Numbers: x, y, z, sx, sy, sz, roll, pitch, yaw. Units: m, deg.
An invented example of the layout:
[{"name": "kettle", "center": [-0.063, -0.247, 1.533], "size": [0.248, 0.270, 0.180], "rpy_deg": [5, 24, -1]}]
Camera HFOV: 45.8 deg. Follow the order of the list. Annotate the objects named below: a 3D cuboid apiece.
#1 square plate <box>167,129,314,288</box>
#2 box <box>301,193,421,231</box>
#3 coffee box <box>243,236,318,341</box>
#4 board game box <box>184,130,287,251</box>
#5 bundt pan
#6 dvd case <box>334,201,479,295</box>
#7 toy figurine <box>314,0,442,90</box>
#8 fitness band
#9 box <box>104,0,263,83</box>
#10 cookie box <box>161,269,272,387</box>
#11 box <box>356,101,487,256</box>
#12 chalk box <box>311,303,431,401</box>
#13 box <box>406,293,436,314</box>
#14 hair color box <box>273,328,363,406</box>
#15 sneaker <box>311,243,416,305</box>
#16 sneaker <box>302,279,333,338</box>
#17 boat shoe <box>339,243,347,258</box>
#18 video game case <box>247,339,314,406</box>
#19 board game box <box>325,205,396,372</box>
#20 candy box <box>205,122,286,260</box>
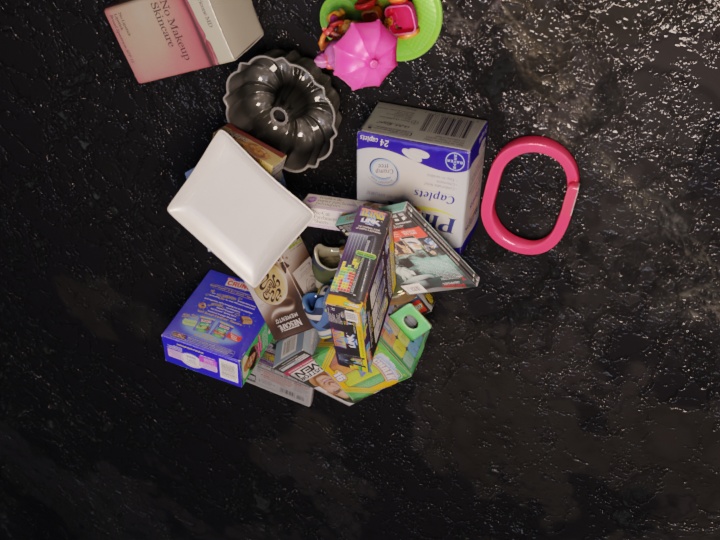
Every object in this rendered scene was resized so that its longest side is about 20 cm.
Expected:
[{"name": "square plate", "center": [-0.192, -0.097, 1.370], "size": [0.198, 0.029, 0.200], "rpy_deg": [42, 126, -4]}, {"name": "box", "center": [0.001, -0.083, 1.340], "size": [0.196, 0.039, 0.042], "rpy_deg": [10, 130, 19]}, {"name": "coffee box", "center": [-0.145, 0.014, 1.568], "size": [0.112, 0.080, 0.203], "rpy_deg": [-21, 100, 36]}, {"name": "board game box", "center": [-0.215, -0.137, 1.499], "size": [0.198, 0.036, 0.154], "rpy_deg": [-21, 85, 37]}, {"name": "bundt pan", "center": [-0.117, -0.264, 1.368], "size": [0.198, 0.076, 0.205], "rpy_deg": [13, 130, 15]}, {"name": "dvd case", "center": [0.073, -0.029, 1.314], "size": [0.144, 0.022, 0.200], "rpy_deg": [-9, 139, 43]}, {"name": "toy figurine", "center": [-0.002, -0.326, 1.193], "size": [0.196, 0.185, 0.152], "rpy_deg": [-1, 126, 26]}, {"name": "fitness band", "center": [0.265, -0.116, 1.335], "size": [0.141, 0.038, 0.203], "rpy_deg": [20, 131, 13]}, {"name": "box", "center": [-0.273, -0.386, 1.324], "size": [0.197, 0.110, 0.129], "rpy_deg": [-5, 123, 29]}, {"name": "cookie box", "center": [-0.260, 0.107, 1.645], "size": [0.168, 0.201, 0.076], "rpy_deg": [16, 133, 13]}, {"name": "box", "center": [0.094, -0.141, 1.346], "size": [0.180, 0.105, 0.203], "rpy_deg": [13, 131, 16]}, {"name": "chalk box", "center": [0.035, 0.123, 1.514], "size": [0.199, 0.125, 0.125], "rpy_deg": [-30, 110, 39]}, {"name": "box", "center": [0.024, 0.049, 1.573], "size": [0.198, 0.040, 0.137], "rpy_deg": [-28, 109, 38]}, {"name": "hair color box", "center": [-0.062, 0.188, 1.666], "size": [0.198, 0.062, 0.098], "rpy_deg": [30, 137, -30]}, {"name": "sneaker", "center": [0.000, 0.000, 1.474], "size": [0.197, 0.067, 0.091], "rpy_deg": [8, 132, 25]}, {"name": "sneaker", "center": [-0.031, 0.056, 1.445], "size": [0.199, 0.074, 0.083], "rpy_deg": [-24, 108, 47]}, {"name": "boat shoe", "center": [0.061, -0.020, 1.427], "size": [0.196, 0.071, 0.071], "rpy_deg": [-8, 102, -12]}, {"name": "video game case", "center": [-0.184, 0.187, 1.794], "size": [0.197, 0.023, 0.184], "rpy_deg": [20, 132, 11]}, {"name": "board game box", "center": [0.005, 0.031, 1.263], "size": [0.056, 0.168, 0.201], "rpy_deg": [11, 150, 11]}, {"name": "candy box", "center": [-0.206, -0.126, 1.412], "size": [0.114, 0.055, 0.202], "rpy_deg": [28, 126, 8]}]
